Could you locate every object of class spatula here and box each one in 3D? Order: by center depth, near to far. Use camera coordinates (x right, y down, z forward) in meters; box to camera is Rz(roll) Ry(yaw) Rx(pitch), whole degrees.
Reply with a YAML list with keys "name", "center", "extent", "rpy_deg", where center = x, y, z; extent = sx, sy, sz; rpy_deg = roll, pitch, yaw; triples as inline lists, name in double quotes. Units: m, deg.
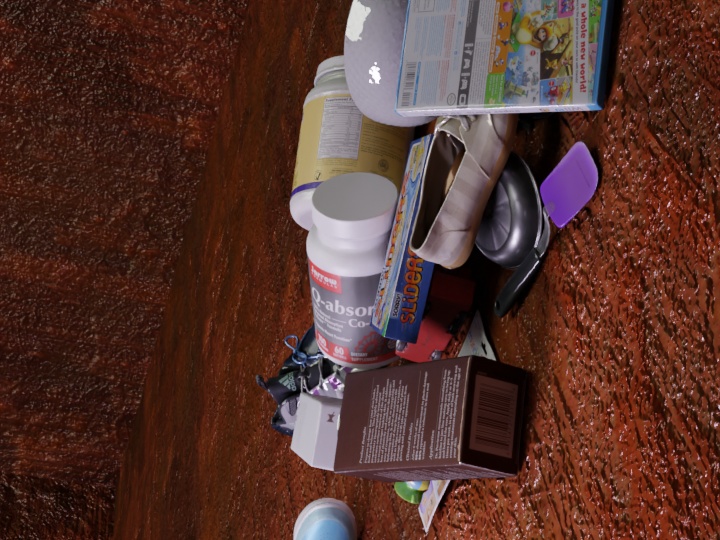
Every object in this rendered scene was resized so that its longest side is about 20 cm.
- name: "spatula"
  center: [0.161, -0.026, 1.246]
  extent: [0.200, 0.020, 0.057]
  rpy_deg: [112, 149, -42]

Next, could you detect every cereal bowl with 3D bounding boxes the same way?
- name: "cereal bowl"
  center: [0.072, -0.244, 1.453]
  extent: [0.083, 0.200, 0.201]
  rpy_deg: [20, 101, 33]

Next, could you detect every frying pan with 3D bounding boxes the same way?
- name: "frying pan"
  center: [0.125, -0.094, 1.310]
  extent: [0.115, 0.031, 0.191]
  rpy_deg: [-12, 88, 62]

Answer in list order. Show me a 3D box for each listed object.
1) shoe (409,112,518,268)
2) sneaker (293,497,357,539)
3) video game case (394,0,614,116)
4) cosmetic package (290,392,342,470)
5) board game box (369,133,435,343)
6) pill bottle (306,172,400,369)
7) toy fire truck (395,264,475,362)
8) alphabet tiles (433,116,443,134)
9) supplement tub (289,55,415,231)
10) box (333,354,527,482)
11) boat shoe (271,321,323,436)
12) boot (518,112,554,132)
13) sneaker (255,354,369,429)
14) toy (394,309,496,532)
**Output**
- name: "shoe"
  center: [0.094, -0.101, 1.280]
  extent: [0.070, 0.053, 0.201]
  rpy_deg: [24, 100, 58]
- name: "sneaker"
  center: [-0.043, 0.373, 1.610]
  extent: [0.131, 0.079, 0.201]
  rpy_deg: [-99, 16, -58]
- name: "video game case"
  center: [0.129, -0.211, 1.251]
  extent: [0.199, 0.018, 0.144]
  rpy_deg: [2, 78, 31]
- name: "cosmetic package"
  center: [-0.015, 0.183, 1.560]
  extent: [0.200, 0.101, 0.072]
  rpy_deg: [164, 117, -81]
- name: "board game box"
  center: [0.054, -0.032, 1.393]
  extent: [0.135, 0.034, 0.201]
  rpy_deg: [-165, 88, -84]
- name: "pill bottle"
  center: [0.000, 0.000, 1.534]
  extent: [0.116, 0.115, 0.201]
  rpy_deg: [-99, 3, -53]
- name: "toy fire truck"
  center: [0.089, -0.004, 1.433]
  extent: [0.200, 0.049, 0.141]
  rpy_deg: [115, 169, -59]
- name: "alphabet tiles"
  center: [0.083, -0.088, 1.563]
  extent: [0.196, 0.015, 0.201]
  rpy_deg: [145, 135, -83]
- name: "supplement tub"
  center: [-0.006, -0.151, 1.732]
  extent: [0.145, 0.145, 0.201]
  rpy_deg: [140, 139, -67]
- name: "box"
  center: [0.061, 0.142, 1.291]
  extent: [0.200, 0.075, 0.101]
  rpy_deg: [-12, 66, 53]
- name: "boat shoe"
  center: [-0.074, 0.139, 1.916]
  extent: [0.084, 0.068, 0.201]
  rpy_deg: [-141, 63, -73]
- name: "boot"
  center: [0.146, -0.228, 1.357]
  extent: [0.162, 0.073, 0.199]
  rpy_deg: [-170, 86, -73]
- name: "sneaker"
  center: [-0.058, 0.135, 1.716]
  extent: [0.078, 0.139, 0.200]
  rpy_deg: [-97, 23, -51]
- name: "toy"
  center: [0.076, 0.147, 1.387]
  extent: [0.115, 0.047, 0.201]
  rpy_deg: [-104, 29, -58]
